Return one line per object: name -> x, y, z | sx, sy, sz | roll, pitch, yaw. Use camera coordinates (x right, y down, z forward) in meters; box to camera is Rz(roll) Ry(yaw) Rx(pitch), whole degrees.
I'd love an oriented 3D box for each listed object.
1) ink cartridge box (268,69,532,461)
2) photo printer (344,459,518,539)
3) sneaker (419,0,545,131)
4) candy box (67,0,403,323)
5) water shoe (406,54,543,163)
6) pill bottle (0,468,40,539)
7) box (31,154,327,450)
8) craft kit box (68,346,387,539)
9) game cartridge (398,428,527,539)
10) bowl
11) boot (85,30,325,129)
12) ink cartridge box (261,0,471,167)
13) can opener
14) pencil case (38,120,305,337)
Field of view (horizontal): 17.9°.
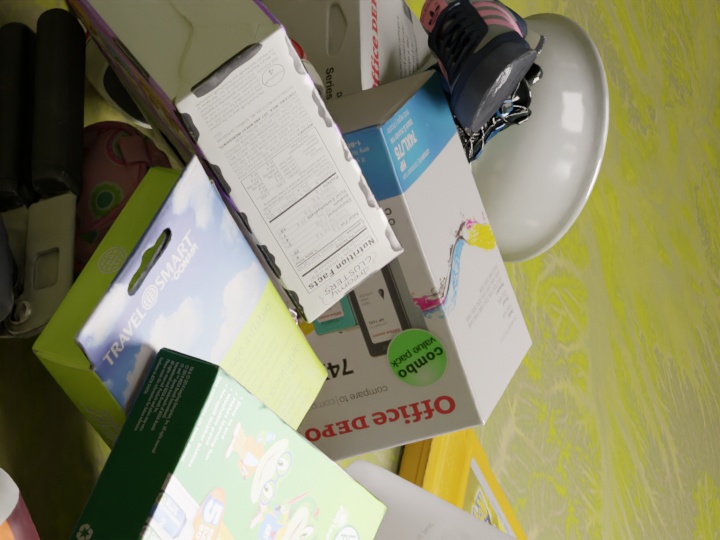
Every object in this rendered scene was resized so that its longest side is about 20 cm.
ink cartridge box -> 0.000, 0.000, 1.464 | 0.146, 0.146, 0.201 | -50, 122, -66
photo printer -> 0.049, 0.202, 1.397 | 0.070, 0.199, 0.166 | -67, 167, 18
sneaker -> 0.068, -0.143, 1.486 | 0.082, 0.070, 0.200 | 38, 11, -1
candy box -> -0.075, -0.092, 1.223 | 0.168, 0.071, 0.200 | 49, -7, 39
water shoe -> 0.077, -0.120, 1.599 | 0.200, 0.079, 0.072 | -65, 136, -58
pill bottle -> -0.179, 0.149, 0.950 | 0.114, 0.114, 0.201 | -55, 127, -64
box -> -0.092, 0.041, 1.183 | 0.122, 0.047, 0.200 | -60, 145, -24
craft kit box -> -0.081, 0.170, 1.166 | 0.201, 0.048, 0.198 | -66, 148, -15
game cartridge -> 0.081, 0.210, 1.691 | 0.177, 0.032, 0.201 | -75, 145, -53
bowl -> 0.098, -0.112, 1.789 | 0.090, 0.201, 0.202 | 10, 62, -32
boot -> -0.120, -0.161, 1.393 | 0.200, 0.072, 0.145 | 5, 50, -57
ink cartridge box -> 0.006, -0.120, 1.646 | 0.200, 0.084, 0.147 | 47, 35, -52
can opener -> -0.177, -0.057, 1.181 | 0.067, 0.053, 0.201 | 48, 33, -52
pencil case -> -0.105, 0.004, 1.279 | 0.200, 0.087, 0.088 | 52, 30, -43
